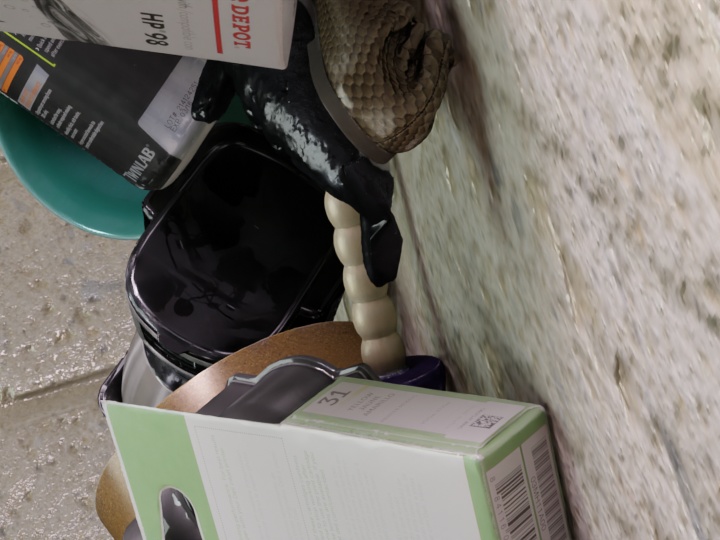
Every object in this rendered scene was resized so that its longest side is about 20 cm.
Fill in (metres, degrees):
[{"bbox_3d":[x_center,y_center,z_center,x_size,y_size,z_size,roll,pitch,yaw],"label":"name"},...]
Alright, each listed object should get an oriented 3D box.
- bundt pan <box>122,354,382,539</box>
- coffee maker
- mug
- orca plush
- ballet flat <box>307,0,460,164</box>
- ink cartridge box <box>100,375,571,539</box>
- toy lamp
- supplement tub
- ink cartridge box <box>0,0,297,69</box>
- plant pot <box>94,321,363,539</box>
[{"bbox_3d":[-0.029,0.145,0.870,0.076,0.201,0.204,-22,-82,-56],"label":"bundt pan"},{"bbox_3d":[-0.073,0.003,1.104,0.200,0.133,0.194,113,167,-62],"label":"coffee maker"},{"bbox_3d":[-0.123,-0.112,1.171,0.115,0.183,0.153,-57,-38,-54],"label":"mug"},{"bbox_3d":[-0.030,-0.070,0.742,0.105,0.071,0.201,26,-146,-50],"label":"orca plush"},{"bbox_3d":[-0.002,-0.120,0.711,0.067,0.046,0.201,36,-153,-38],"label":"ballet flat"},{"bbox_3d":[-0.005,0.115,0.762,0.199,0.048,0.147,6,119,41],"label":"ink cartridge box"},{"bbox_3d":[0.000,0.000,0.898,0.058,0.058,0.202,-137,31,-78],"label":"toy lamp"},{"bbox_3d":[-0.148,-0.141,0.934,0.199,0.123,0.123,35,179,-8],"label":"supplement tub"},{"bbox_3d":[-0.076,-0.120,0.582,0.116,0.198,0.067,97,-179,-75],"label":"ink cartridge box"},{"bbox_3d":[-0.013,0.163,1.003,0.201,0.185,0.187,55,166,26],"label":"plant pot"}]
